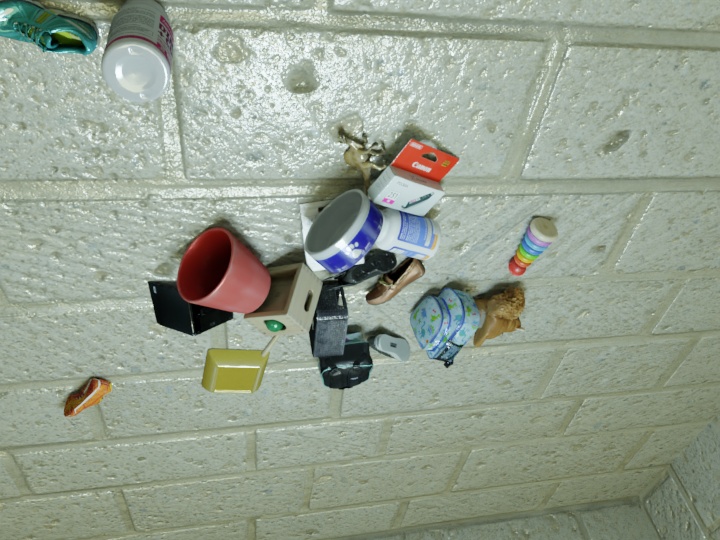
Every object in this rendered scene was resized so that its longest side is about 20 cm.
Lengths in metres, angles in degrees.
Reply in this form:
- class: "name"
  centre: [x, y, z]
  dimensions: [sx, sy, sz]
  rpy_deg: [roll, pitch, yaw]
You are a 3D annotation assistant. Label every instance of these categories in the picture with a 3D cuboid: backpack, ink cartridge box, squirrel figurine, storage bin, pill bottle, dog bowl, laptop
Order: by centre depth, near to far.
- class: "pill bottle"
  centre: [-0.395, -0.403, 1.087]
  dimensions: [0.112, 0.202, 0.114]
  rpy_deg: [-7, 137, -7]
- class: "dog bowl"
  centre: [-0.041, -0.096, 1.476]
  dimensions: [0.199, 0.201, 0.079]
  rpy_deg: [-36, 121, 22]
- class: "ink cartridge box"
  centre: [0.141, -0.222, 1.495]
  dimensions: [0.198, 0.044, 0.174]
  rpy_deg: [9, 135, -44]
- class: "pill bottle"
  centre: [0.104, -0.102, 1.594]
  dimensions: [0.198, 0.113, 0.113]
  rpy_deg: [14, 130, -26]
- class: "ink cartridge box"
  centre: [-0.076, -0.102, 1.610]
  dimensions: [0.158, 0.050, 0.203]
  rpy_deg: [-9, 118, -6]
- class: "laptop"
  centre: [-0.473, 0.087, 1.711]
  dimensions: [0.198, 0.103, 0.179]
  rpy_deg: [-25, 144, -28]
- class: "storage bin"
  centre: [-0.098, 0.146, 1.776]
  dimensions: [0.092, 0.136, 0.202]
  rpy_deg: [-2, 136, -13]
- class: "backpack"
  centre: [0.257, 0.157, 1.850]
  dimensions: [0.146, 0.184, 0.201]
  rpy_deg: [20, 122, -32]
- class: "backpack"
  centre: [-0.051, 0.292, 1.923]
  dimensions: [0.173, 0.155, 0.201]
  rpy_deg: [-10, 146, -6]
- class: "squirrel figurine"
  centre: [0.457, 0.145, 1.928]
  dimensions: [0.185, 0.143, 0.201]
  rpy_deg: [10, 135, -32]

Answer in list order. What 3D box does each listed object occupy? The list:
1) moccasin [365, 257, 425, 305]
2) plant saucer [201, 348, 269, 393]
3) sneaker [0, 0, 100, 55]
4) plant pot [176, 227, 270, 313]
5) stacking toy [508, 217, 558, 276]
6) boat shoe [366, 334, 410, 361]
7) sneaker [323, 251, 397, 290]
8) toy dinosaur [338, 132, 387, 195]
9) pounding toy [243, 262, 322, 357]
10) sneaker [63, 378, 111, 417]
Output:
- class: "moccasin"
  centre: [0.092, 0.030, 1.756]
  dimensions: [0.200, 0.074, 0.078]
  rpy_deg: [-33, 125, 23]
- class: "plant saucer"
  centre: [-0.404, 0.336, 1.957]
  dimensions: [0.197, 0.049, 0.201]
  rpy_deg: [5, 134, -19]
- class: "sneaker"
  centre: [-0.578, -0.436, 1.093]
  dimensions: [0.197, 0.080, 0.078]
  rpy_deg: [4, 134, -18]
- class: "plant pot"
  centre: [-0.339, 0.016, 1.556]
  dimensions: [0.199, 0.202, 0.177]
  rpy_deg: [-32, 144, 19]
- class: "stacking toy"
  centre: [0.493, -0.060, 1.775]
  dimensions: [0.084, 0.086, 0.201]
  rpy_deg: [4, 141, -18]
- class: "boat shoe"
  centre: [0.095, 0.250, 1.995]
  dimensions: [0.063, 0.072, 0.199]
  rpy_deg: [-2, 157, 38]
- class: "sneaker"
  centre: [0.001, 0.003, 1.710]
  dimensions: [0.198, 0.061, 0.104]
  rpy_deg: [-23, -178, -31]
- class: "toy dinosaur"
  centre: [0.012, -0.265, 1.458]
  dimensions: [0.100, 0.059, 0.201]
  rpy_deg: [-10, 136, 19]
- class: "pounding toy"
  centre: [-0.212, 0.111, 1.640]
  dimensions: [0.182, 0.202, 0.142]
  rpy_deg: [-7, 144, 33]
- class: "sneaker"
  centre: [-0.856, 0.409, 1.897]
  dimensions: [0.199, 0.074, 0.077]
  rpy_deg: [-31, 144, 21]
